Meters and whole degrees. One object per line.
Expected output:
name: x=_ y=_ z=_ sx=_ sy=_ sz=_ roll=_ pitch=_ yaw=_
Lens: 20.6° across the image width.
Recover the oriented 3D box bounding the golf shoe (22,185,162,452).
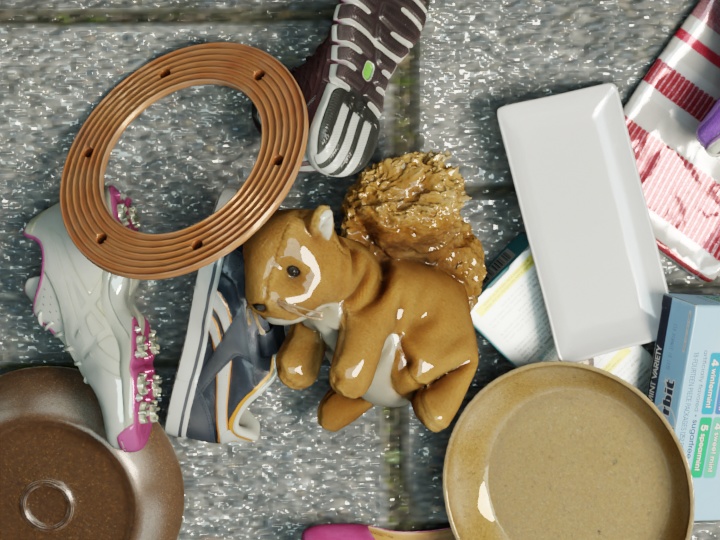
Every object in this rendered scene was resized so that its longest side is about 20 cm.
golf shoe: x=-0.200 y=0.040 z=1.476 sx=0.091 sy=0.075 sz=0.201 roll=-10 pitch=77 yaw=5

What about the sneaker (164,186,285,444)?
sneaker: x=-0.092 y=0.037 z=1.498 sx=0.079 sy=0.078 sz=0.201 roll=12 pitch=110 yaw=0

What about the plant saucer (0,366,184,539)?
plant saucer: x=-0.235 y=0.173 z=1.507 sx=0.200 sy=0.037 sz=0.201 roll=1 pitch=105 yaw=4

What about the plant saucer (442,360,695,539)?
plant saucer: x=0.160 y=0.164 z=1.496 sx=0.200 sy=0.035 sz=0.201 roll=4 pitch=99 yaw=26

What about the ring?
ring: x=-0.127 y=-0.079 z=1.434 sx=0.200 sy=0.201 sz=0.019 roll=-36 pitch=140 yaw=1

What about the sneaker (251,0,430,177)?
sneaker: x=-0.027 y=-0.158 z=1.474 sx=0.076 sy=0.115 sz=0.200 roll=40 pitch=59 yaw=-35

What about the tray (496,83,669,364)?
tray: x=0.169 y=-0.036 z=1.508 sx=0.107 sy=0.022 sz=0.201 roll=-13 pitch=89 yaw=-24

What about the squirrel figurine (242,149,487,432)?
squirrel figurine: x=0.000 y=0.000 z=1.456 sx=0.187 sy=0.141 sz=0.200 roll=43 pitch=68 yaw=-29

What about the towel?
towel: x=0.276 y=-0.107 z=1.543 sx=0.144 sy=0.023 sz=0.200 roll=34 pitch=95 yaw=-11

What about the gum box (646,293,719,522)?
gum box: x=0.312 y=0.108 z=1.541 sx=0.199 sy=0.045 sz=0.171 roll=3 pitch=100 yaw=-31

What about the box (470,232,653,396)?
box: x=0.172 y=0.068 z=1.549 sx=0.082 sy=0.049 sz=0.200 roll=-45 pitch=102 yaw=2

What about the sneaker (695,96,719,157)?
sneaker: x=0.301 y=-0.180 z=1.495 sx=0.083 sy=0.081 sz=0.200 roll=27 pitch=90 yaw=7

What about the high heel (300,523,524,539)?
high heel: x=0.057 y=0.207 z=1.548 sx=0.199 sy=0.067 sz=0.096 roll=19 pitch=108 yaw=-15
